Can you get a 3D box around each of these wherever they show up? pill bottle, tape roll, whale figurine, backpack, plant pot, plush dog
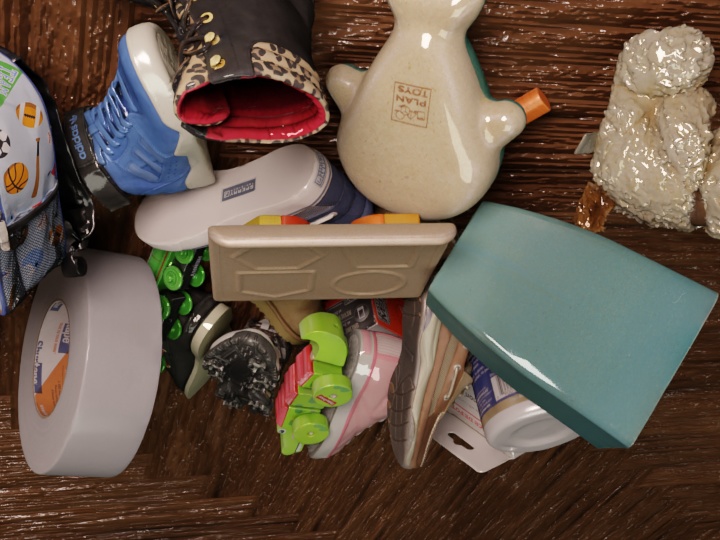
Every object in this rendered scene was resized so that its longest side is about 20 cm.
[{"bbox_3d":[0.155,0.068,1.045,0.111,0.200,0.111,-8,150,-5],"label":"pill bottle"},{"bbox_3d":[-0.243,0.081,0.938,0.066,0.201,0.200,10,142,-30],"label":"tape roll"},{"bbox_3d":[0.054,-0.139,0.810,0.159,0.104,0.200,14,127,17],"label":"whale figurine"},{"bbox_3d":[-0.296,-0.072,0.713,0.200,0.154,0.191,19,128,8],"label":"backpack"},{"bbox_3d":[0.163,0.036,0.895,0.200,0.142,0.141,32,173,6],"label":"plant pot"},{"bbox_3d":[0.280,-0.077,0.856,0.171,0.161,0.200,20,160,29],"label":"plush dog"}]

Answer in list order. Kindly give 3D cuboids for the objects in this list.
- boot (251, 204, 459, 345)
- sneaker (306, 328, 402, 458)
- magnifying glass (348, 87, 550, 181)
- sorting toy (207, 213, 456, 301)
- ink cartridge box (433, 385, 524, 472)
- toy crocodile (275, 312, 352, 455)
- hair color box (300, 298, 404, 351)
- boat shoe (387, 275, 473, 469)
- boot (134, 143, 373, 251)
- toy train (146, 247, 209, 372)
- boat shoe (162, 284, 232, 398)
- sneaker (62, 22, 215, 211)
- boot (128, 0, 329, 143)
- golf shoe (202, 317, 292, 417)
[{"bbox_3d":[0.000,0.000,1.000,0.200,0.066,0.175,-18,154,14],"label":"boot"},{"bbox_3d":[0.013,0.138,1.110,0.104,0.075,0.200,8,137,-19],"label":"sneaker"},{"bbox_3d":[0.074,-0.102,0.932,0.200,0.022,0.080,-27,145,25],"label":"magnifying glass"},{"bbox_3d":[-0.029,-0.011,0.863,0.185,0.037,0.200,-1,166,-7],"label":"sorting toy"},{"bbox_3d":[0.168,0.128,1.148,0.200,0.116,0.068,-25,124,-29],"label":"ink cartridge box"},{"bbox_3d":[-0.053,0.117,1.054,0.062,0.068,0.200,8,140,-17],"label":"toy crocodile"},{"bbox_3d":[0.031,0.086,1.165,0.101,0.061,0.200,-29,144,24],"label":"hair color box"},{"bbox_3d":[0.073,0.101,1.004,0.072,0.076,0.200,3,115,-16],"label":"boat shoe"},{"bbox_3d":[-0.091,-0.044,0.886,0.200,0.073,0.090,-9,153,33],"label":"boot"},{"bbox_3d":[-0.190,0.037,0.974,0.042,0.056,0.200,-11,133,-55],"label":"toy train"},{"bbox_3d":[-0.172,0.071,1.080,0.063,0.074,0.201,33,154,8],"label":"boat shoe"},{"bbox_3d":[-0.176,-0.103,0.771,0.111,0.077,0.200,-15,166,-4],"label":"sneaker"},{"bbox_3d":[-0.111,-0.160,0.658,0.200,0.151,0.073,9,142,-29],"label":"boot"},{"bbox_3d":[-0.109,0.079,1.070,0.078,0.095,0.200,20,158,-1],"label":"golf shoe"}]
